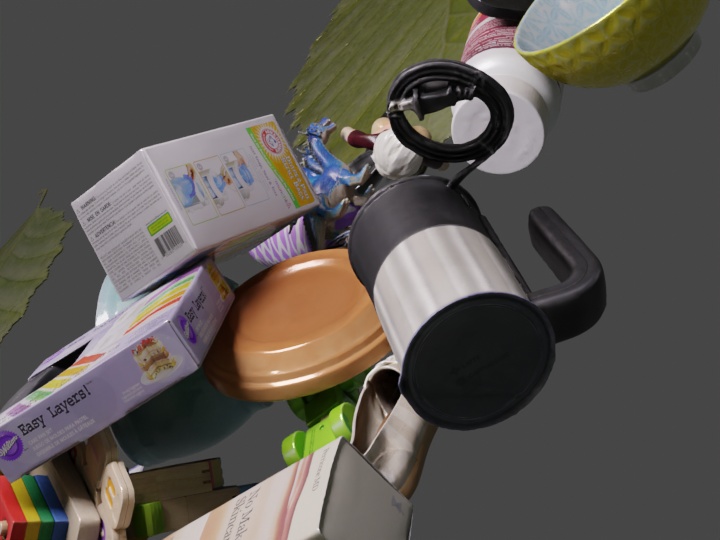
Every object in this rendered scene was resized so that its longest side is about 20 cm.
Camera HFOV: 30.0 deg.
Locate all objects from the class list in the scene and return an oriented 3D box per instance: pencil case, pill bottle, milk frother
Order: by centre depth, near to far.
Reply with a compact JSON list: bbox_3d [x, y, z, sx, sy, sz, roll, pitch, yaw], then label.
[{"bbox_3d":[0.071,-0.026,1.005,0.180,0.201,0.189,-31,32,4],"label":"milk frother"},{"bbox_3d":[0.148,-0.186,1.338,0.109,0.110,0.201,-30,23,31],"label":"pill bottle"},{"bbox_3d":[-0.062,-0.042,1.506,0.085,0.085,0.200,-27,15,-22],"label":"pencil case"}]

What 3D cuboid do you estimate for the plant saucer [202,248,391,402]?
[{"bbox_3d":[-0.049,0.038,1.172,0.198,0.038,0.201,-15,29,9],"label":"plant saucer"}]

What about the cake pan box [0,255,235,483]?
[{"bbox_3d":[-0.206,0.080,1.118,0.199,0.053,0.184,-32,10,13],"label":"cake pan box"}]

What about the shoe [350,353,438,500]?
[{"bbox_3d":[0.032,0.103,1.063,0.070,0.053,0.201,-29,24,34],"label":"shoe"}]

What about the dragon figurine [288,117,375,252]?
[{"bbox_3d":[-0.050,-0.071,1.378,0.098,0.059,0.201,12,53,22],"label":"dragon figurine"}]

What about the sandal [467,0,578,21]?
[{"bbox_3d":[0.199,-0.273,1.341,0.045,0.198,0.075,-66,34,37],"label":"sandal"}]

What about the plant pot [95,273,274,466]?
[{"bbox_3d":[-0.156,0.082,1.309,0.133,0.202,0.201,-9,30,13],"label":"plant pot"}]

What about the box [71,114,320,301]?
[{"bbox_3d":[-0.147,-0.061,1.244,0.112,0.102,0.199,-31,-3,35],"label":"box"}]

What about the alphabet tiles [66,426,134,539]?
[{"bbox_3d":[-0.218,0.231,1.097,0.196,0.014,0.202,51,133,49],"label":"alphabet tiles"}]

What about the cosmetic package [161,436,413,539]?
[{"bbox_3d":[-0.067,0.218,0.972,0.199,0.087,0.104,-33,22,26],"label":"cosmetic package"}]

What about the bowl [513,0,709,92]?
[{"bbox_3d":[0.250,-0.230,1.234,0.199,0.108,0.201,-37,21,17],"label":"bowl"}]

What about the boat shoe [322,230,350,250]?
[{"bbox_3d":[0.000,0.000,1.305,0.072,0.072,0.201,-27,25,37],"label":"boat shoe"}]

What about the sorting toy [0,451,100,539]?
[{"bbox_3d":[-0.301,0.243,1.149,0.200,0.069,0.201,43,122,52],"label":"sorting toy"}]

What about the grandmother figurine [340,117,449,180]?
[{"bbox_3d":[0.038,-0.134,1.434,0.200,0.120,0.061,-94,9,-80],"label":"grandmother figurine"}]

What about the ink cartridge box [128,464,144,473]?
[{"bbox_3d":[-0.289,0.300,1.298,0.197,0.043,0.201,-29,27,35],"label":"ink cartridge box"}]

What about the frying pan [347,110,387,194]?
[{"bbox_3d":[-0.006,-0.120,1.620,0.115,0.031,0.190,-35,18,22],"label":"frying pan"}]

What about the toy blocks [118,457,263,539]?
[{"bbox_3d":[-0.168,0.197,1.167,0.136,0.101,0.199,-5,-8,-35],"label":"toy blocks"}]

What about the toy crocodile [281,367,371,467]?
[{"bbox_3d":[-0.022,0.127,1.127,0.067,0.062,0.201,-35,26,20],"label":"toy crocodile"}]
